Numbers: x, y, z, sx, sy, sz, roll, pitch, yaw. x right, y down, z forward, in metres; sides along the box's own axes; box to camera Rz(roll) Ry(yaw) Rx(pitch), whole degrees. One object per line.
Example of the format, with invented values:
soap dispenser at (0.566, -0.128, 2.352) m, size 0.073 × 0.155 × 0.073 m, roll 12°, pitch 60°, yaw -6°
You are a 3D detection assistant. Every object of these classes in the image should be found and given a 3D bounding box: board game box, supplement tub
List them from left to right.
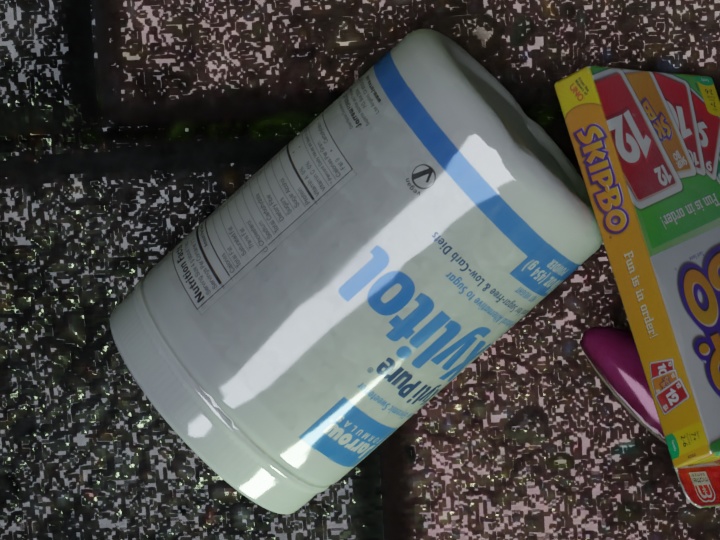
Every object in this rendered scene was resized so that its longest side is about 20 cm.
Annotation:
supplement tub at (0.000, 0.000, 1.361) m, size 0.200 × 0.132 × 0.132 m, roll -43°, pitch 95°, yaw 10°
board game box at (0.151, 0.006, 1.335) m, size 0.030 × 0.095 × 0.200 m, roll -25°, pitch 73°, yaw 39°

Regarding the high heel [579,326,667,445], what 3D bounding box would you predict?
high heel at (0.202, 0.057, 1.389) m, size 0.200 × 0.067 × 0.096 m, roll 30°, pitch 109°, yaw -16°
